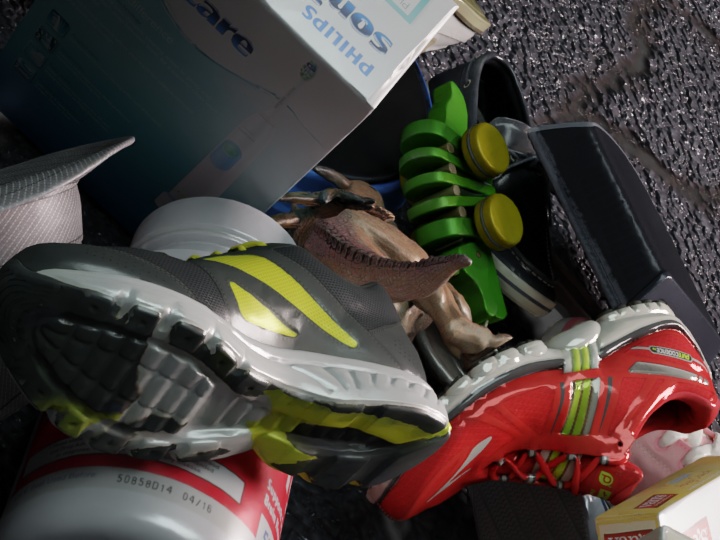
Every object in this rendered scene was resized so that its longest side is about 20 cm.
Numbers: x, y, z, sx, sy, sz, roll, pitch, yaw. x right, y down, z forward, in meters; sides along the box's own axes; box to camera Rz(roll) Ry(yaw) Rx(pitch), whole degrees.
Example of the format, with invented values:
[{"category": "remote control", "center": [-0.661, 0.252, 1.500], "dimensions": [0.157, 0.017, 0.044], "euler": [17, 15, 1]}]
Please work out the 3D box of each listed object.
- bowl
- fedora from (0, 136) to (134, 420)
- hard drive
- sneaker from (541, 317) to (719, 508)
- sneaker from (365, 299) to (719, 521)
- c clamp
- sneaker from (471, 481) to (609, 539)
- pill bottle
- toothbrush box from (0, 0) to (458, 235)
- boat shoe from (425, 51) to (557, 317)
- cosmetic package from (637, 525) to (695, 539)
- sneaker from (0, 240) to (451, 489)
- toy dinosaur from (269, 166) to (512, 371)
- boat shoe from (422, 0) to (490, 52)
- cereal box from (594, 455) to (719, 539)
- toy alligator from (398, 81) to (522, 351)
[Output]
[{"category": "bowl", "center": [-0.040, -0.115, 1.013], "dimensions": [0.199, 0.039, 0.202], "euler": [26, 42, -27]}, {"category": "fedora", "center": [-0.173, 0.017, 0.684], "dimensions": [0.199, 0.176, 0.091], "euler": [-18, 99, -29]}, {"category": "hard drive", "center": [0.160, -0.009, 1.027], "dimensions": [0.136, 0.042, 0.200], "euler": [67, 13, 22]}, {"category": "sneaker", "center": [0.183, 0.103, 0.968], "dimensions": [0.075, 0.104, 0.202], "euler": [-22, 85, -54]}, {"category": "sneaker", "center": [0.096, 0.079, 0.851], "dimensions": [0.199, 0.077, 0.085], "euler": [-22, 68, -27]}, {"category": "c clamp", "center": [0.114, 0.049, 1.033], "dimensions": [0.171, 0.027, 0.200], "euler": [53, 37, 5]}, {"category": "sneaker", "center": [0.119, 0.162, 0.918], "dimensions": [0.071, 0.073, 0.202], "euler": [-5, 71, -57]}, {"category": "pill bottle", "center": [-0.080, 0.065, 0.757], "dimensions": [0.112, 0.112, 0.201], "euler": [33, 40, -19]}, {"category": "toothbrush box", "center": [-0.073, -0.104, 0.828], "dimensions": [0.146, 0.200, 0.085], "euler": [43, 54, -6]}, {"category": "boat shoe", "center": [0.083, -0.057, 1.041], "dimensions": [0.074, 0.062, 0.201], "euler": [33, 30, -36]}, {"category": "cosmetic package", "center": [0.096, 0.203, 0.743], "dimensions": [0.103, 0.200, 0.088], "euler": [27, 43, -23]}, {"category": "sneaker", "center": [-0.056, 0.026, 0.678], "dimensions": [0.199, 0.074, 0.085], "euler": [23, 36, -37]}, {"category": "toy dinosaur", "center": [0.000, 0.000, 0.859], "dimensions": [0.085, 0.200, 0.136], "euler": [-29, 83, -7]}, {"category": "boat shoe", "center": [0.015, -0.156, 1.014], "dimensions": [0.075, 0.068, 0.200], "euler": [54, 16, 15]}, {"category": "cereal box", "center": [0.173, 0.200, 0.856], "dimensions": [0.143, 0.039, 0.202], "euler": [-13, 94, -58]}, {"category": "toy alligator", "center": [0.051, -0.013, 0.955], "dimensions": [0.054, 0.059, 0.202], "euler": [12, 63, -46]}]
